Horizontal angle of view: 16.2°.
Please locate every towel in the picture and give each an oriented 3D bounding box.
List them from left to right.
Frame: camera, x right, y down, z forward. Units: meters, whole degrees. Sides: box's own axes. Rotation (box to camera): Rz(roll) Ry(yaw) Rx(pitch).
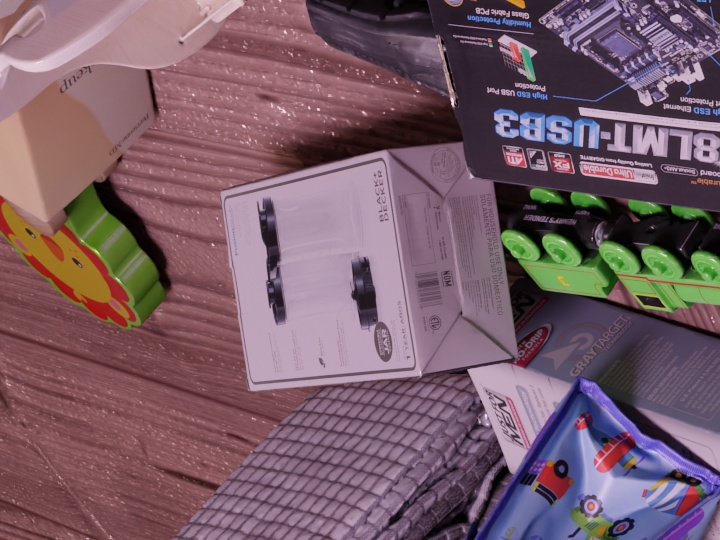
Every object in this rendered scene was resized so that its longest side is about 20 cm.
[{"bbox_3d":[-0.004,0.147,1.454,0.165,0.200,0.086,2,133,56],"label":"towel"}]

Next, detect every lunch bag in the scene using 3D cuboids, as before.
[{"bbox_3d":[0.075,0.177,1.242,0.094,0.200,0.151,36,153,15],"label":"lunch bag"}]

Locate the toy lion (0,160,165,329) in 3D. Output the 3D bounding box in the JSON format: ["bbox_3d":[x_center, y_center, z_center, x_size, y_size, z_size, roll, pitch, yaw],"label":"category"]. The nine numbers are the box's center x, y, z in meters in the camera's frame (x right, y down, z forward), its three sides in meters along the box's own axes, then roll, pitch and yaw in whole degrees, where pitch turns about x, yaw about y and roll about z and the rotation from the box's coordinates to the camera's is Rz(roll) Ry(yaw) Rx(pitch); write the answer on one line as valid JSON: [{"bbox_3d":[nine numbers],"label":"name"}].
[{"bbox_3d":[-0.215,-0.046,1.652,0.199,0.069,0.192,33,159,23],"label":"toy lion"}]

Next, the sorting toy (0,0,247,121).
[{"bbox_3d":[-0.114,-0.138,1.219,0.107,0.180,0.200,48,154,-9],"label":"sorting toy"}]

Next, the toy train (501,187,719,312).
[{"bbox_3d":[0.145,-0.006,1.198,0.199,0.042,0.056,8,146,51],"label":"toy train"}]

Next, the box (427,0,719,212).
[{"bbox_3d":[0.113,-0.119,1.002,0.199,0.050,0.200,10,130,37],"label":"box"}]

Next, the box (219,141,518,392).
[{"bbox_3d":[0.000,0.000,1.329,0.200,0.060,0.118,-12,87,61],"label":"box"}]

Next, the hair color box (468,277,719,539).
[{"bbox_3d":[0.151,0.079,1.286,0.199,0.061,0.099,18,143,43],"label":"hair color box"}]

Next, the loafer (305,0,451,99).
[{"bbox_3d":[0.056,-0.098,1.156,0.200,0.068,0.071,16,135,39],"label":"loafer"}]

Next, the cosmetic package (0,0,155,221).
[{"bbox_3d":[-0.182,-0.134,1.417,0.071,0.105,0.201,31,153,25],"label":"cosmetic package"}]
